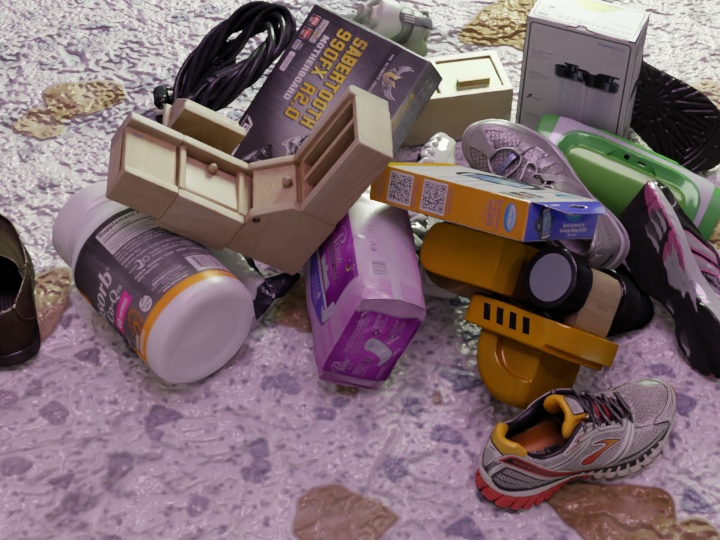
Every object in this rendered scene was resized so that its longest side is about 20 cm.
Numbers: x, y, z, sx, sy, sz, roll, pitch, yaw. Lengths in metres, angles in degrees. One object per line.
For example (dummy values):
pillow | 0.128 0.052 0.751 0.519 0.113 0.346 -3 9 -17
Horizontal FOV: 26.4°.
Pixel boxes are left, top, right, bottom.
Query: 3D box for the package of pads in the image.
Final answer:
package of pads | 0.000 0.000 1.449 0.076 0.121 0.200 12 41 -20

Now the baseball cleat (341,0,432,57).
baseball cleat | 0.014 -0.253 1.719 0.106 0.070 0.200 12 -6 -24

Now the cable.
cable | -0.152 -0.217 1.654 0.200 0.051 0.163 -33 23 22

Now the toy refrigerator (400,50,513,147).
toy refrigerator | 0.060 -0.187 1.686 0.199 0.070 0.076 -7 44 -9

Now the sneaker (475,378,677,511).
sneaker | 0.195 0.141 1.342 0.200 0.082 0.078 -22 48 -22

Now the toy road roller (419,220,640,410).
toy road roller | 0.142 0.045 1.403 0.200 0.123 0.146 20 90 40

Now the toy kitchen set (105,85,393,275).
toy kitchen set | -0.105 -0.137 1.426 0.200 0.180 0.163 23 40 -25

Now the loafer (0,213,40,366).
loafer | -0.349 0.001 1.484 0.073 0.071 0.200 -15 47 -16

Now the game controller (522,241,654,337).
game controller | 0.208 -0.007 1.534 0.104 0.042 0.200 -6 43 -28

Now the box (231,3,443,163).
box | -0.034 -0.157 1.597 0.158 0.048 0.200 32 87 28

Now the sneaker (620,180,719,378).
sneaker | 0.324 0.005 1.477 0.086 0.080 0.200 -15 75 -33

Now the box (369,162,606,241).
box | 0.121 -0.061 1.397 0.200 0.042 0.119 20 15 38

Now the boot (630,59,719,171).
boot | 0.310 -0.198 1.697 0.211 0.079 0.158 37 13 -6

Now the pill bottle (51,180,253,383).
pill bottle | -0.200 0.006 1.450 0.116 0.117 0.200 -29 51 -27

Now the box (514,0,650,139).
box | 0.225 -0.182 1.590 0.116 0.200 0.060 16 45 16

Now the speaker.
speaker | 0.262 -0.085 1.551 0.200 0.089 0.089 25 48 6

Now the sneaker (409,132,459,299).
sneaker | 0.080 -0.052 1.551 0.081 0.075 0.200 13 55 -1

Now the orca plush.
orca plush | -0.134 -0.035 1.529 0.200 0.105 0.071 28 19 29

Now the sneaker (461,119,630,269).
sneaker | 0.175 -0.078 1.480 0.200 0.075 0.082 41 15 17
